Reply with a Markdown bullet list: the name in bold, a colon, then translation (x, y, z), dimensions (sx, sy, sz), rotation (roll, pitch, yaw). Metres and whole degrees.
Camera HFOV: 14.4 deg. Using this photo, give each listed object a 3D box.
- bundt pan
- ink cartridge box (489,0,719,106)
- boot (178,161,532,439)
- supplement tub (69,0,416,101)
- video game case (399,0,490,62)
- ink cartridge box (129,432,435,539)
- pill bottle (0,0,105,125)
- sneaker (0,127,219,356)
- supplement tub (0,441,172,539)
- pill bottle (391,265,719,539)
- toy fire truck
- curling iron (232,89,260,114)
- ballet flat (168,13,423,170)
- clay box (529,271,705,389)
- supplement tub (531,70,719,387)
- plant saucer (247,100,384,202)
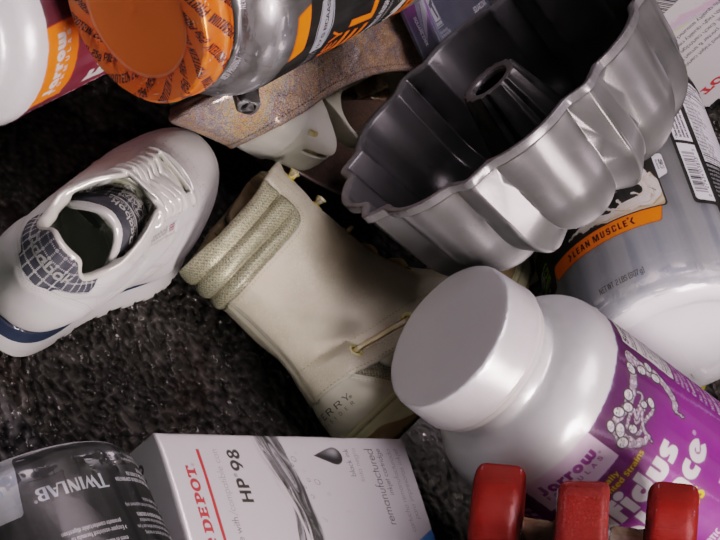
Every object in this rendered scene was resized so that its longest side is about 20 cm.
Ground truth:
- **bundt pan**: translation (0.090, -0.074, 1.495), dimensions (0.076, 0.202, 0.202), rotation (47, 38, -21)
- **ink cartridge box**: translation (0.186, -0.184, 1.803), dimensions (0.200, 0.145, 0.084), rotation (4, 56, -40)
- **boot**: translation (0.000, 0.000, 1.550), dimensions (0.155, 0.072, 0.200), rotation (44, 40, 0)
- **supplement tub**: translation (-0.044, -0.165, 1.428), dimensions (0.200, 0.123, 0.123), rotation (-32, 82, -39)
- **video game case**: translation (0.015, -0.224, 1.640), dimensions (0.200, 0.019, 0.143), rotation (65, 18, -7)
- **ink cartridge box**: translation (-0.055, 0.145, 1.384), dimensions (0.200, 0.067, 0.116), rotation (4, 57, -40)
- **pill bottle**: translation (-0.180, -0.140, 1.465), dimensions (0.114, 0.114, 0.200), rotation (51, 40, 4)
- **sneaker**: translation (-0.120, -0.026, 1.455), dimensions (0.076, 0.080, 0.200), rotation (45, 38, -1)
- **supplement tub**: translation (-0.118, 0.187, 1.251), dimensions (0.122, 0.122, 0.200), rotation (-7, 64, -45)
- **pill bottle**: translation (0.113, 0.082, 1.478), dimensions (0.200, 0.112, 0.112), rotation (35, 40, -31)
- **toy fire truck**: translation (0.102, 0.199, 1.401), dimensions (0.112, 0.200, 0.168), rotation (6, 53, 5)
- **curling iron**: translation (-0.064, -0.159, 1.523), dimensions (0.049, 0.026, 0.200), rotation (-3, 46, 0)
- **ballet flat**: translation (-0.024, -0.094, 1.558), dimensions (0.200, 0.068, 0.067), rotation (-29, 96, -47)
- **clay box**: translation (0.144, 0.048, 1.656), dimensions (0.115, 0.048, 0.200), rotation (41, 41, -8)
- **supplement tub**: translation (0.149, -0.037, 1.602), dimensions (0.122, 0.123, 0.200), rotation (11, 47, -36)
- **plant saucer**: translation (-0.027, -0.116, 1.646), dimensions (0.200, 0.034, 0.201), rotation (24, 45, -27)
